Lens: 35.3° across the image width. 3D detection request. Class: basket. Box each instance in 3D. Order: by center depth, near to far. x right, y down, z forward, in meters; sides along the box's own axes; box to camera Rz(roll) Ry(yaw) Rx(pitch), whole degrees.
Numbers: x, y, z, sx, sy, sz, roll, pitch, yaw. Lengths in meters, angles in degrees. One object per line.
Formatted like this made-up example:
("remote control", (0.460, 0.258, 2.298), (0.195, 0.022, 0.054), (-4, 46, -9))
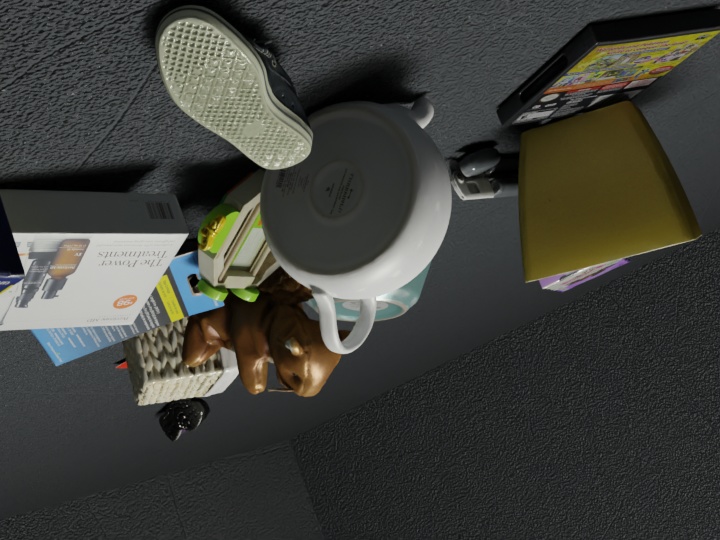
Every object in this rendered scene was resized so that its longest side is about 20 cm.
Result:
("basket", (-0.239, 0.095, 1.463), (0.122, 0.137, 0.200), (-12, 168, -17))

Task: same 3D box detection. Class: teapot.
("teapot", (0.008, -0.054, 1.088), (0.199, 0.198, 0.146), (-34, 155, 14))

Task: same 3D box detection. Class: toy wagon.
("toy wagon", (-0.114, -0.043, 1.154), (0.156, 0.039, 0.200), (-60, 160, 10))

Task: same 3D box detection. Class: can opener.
("can opener", (0.183, -0.126, 1.452), (0.067, 0.054, 0.199), (-30, 167, 38))

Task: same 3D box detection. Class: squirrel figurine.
("squirrel figurine", (-0.090, 0.046, 1.285), (0.141, 0.202, 0.186), (4, -168, -37))

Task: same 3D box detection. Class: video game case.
("video game case", (0.275, -0.224, 1.252), (0.199, 0.026, 0.181), (-14, 166, -31))

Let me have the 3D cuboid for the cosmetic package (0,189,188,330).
("cosmetic package", (-0.277, -0.007, 1.027), (0.199, 0.052, 0.151), (-1, 147, -37))

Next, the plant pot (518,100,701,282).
("plant pot", (0.293, -0.100, 1.382), (0.199, 0.178, 0.200), (-14, 179, 20))

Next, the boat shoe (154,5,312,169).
("boat shoe", (-0.096, -0.145, 0.859), (0.074, 0.063, 0.200), (-20, 154, 15))

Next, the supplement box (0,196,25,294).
("supplement box", (-0.373, -0.002, 0.873), (0.199, 0.110, 0.109), (-28, 166, 31))

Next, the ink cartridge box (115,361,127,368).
("ink cartridge box", (-0.267, 0.134, 1.813), (0.199, 0.050, 0.162), (-28, 167, 15))

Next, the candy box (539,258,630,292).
("candy box", (0.458, -0.022, 2.349), (0.167, 0.072, 0.200), (-26, 168, 18))

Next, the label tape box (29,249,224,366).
("label tape box", (-0.257, 0.016, 1.207), (0.199, 0.064, 0.144), (-20, 155, -8))

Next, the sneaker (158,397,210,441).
("sneaker", (-0.347, 0.285, 2.331), (0.087, 0.076, 0.200), (-32, 179, -32))

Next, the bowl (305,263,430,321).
("bowl", (0.000, 0.000, 1.406), (0.199, 0.106, 0.201), (1, 164, 0))

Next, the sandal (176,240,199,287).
("sandal", (-0.192, -0.005, 1.342), (0.199, 0.043, 0.076), (-11, 164, -41))
